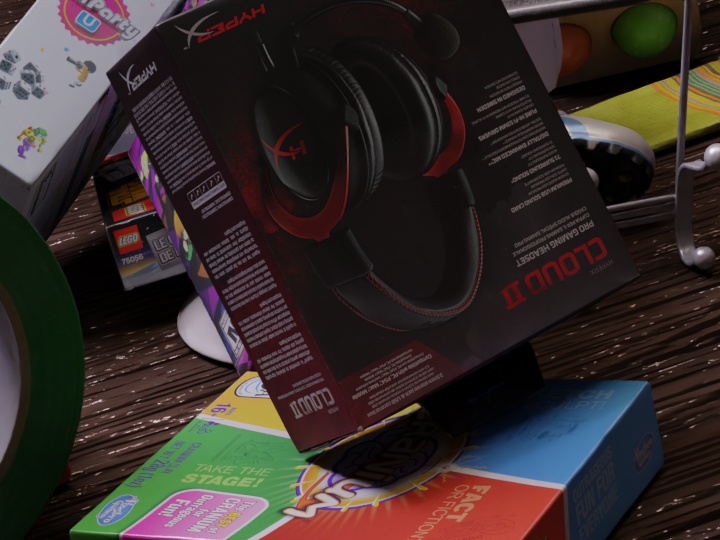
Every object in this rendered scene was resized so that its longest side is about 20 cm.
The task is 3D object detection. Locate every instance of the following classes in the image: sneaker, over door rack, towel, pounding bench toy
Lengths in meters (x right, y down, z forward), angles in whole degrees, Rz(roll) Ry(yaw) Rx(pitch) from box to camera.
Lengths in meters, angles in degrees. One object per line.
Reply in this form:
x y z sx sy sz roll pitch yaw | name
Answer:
0.077 -0.073 1.351 0.199 0.072 0.073 5 58 42 | sneaker
0.096 -0.077 1.171 0.147 0.201 0.067 -10 26 -10 | over door rack
0.166 -0.089 1.435 0.199 0.018 0.086 -21 22 -21 | towel
0.142 -0.182 1.563 0.123 0.200 0.157 -13 52 4 | pounding bench toy

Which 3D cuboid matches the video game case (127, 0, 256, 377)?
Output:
-0.041 -0.078 1.194 0.036 0.201 0.182 2 40 -31 | video game case

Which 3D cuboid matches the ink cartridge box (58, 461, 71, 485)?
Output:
-0.248 0.055 1.113 0.199 0.147 0.083 -20 24 -20 | ink cartridge box

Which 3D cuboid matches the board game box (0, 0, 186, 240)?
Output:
-0.167 -0.090 1.357 0.064 0.148 0.200 32 54 0 | board game box

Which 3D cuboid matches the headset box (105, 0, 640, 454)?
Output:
0.010 -0.030 1.020 0.148 0.201 0.075 -26 0 -24 | headset box

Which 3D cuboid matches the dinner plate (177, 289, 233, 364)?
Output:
0.000 0.000 1.291 0.199 0.024 0.200 -12 21 4 | dinner plate

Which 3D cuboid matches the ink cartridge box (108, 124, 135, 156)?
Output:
-0.072 -0.118 1.619 0.159 0.048 0.200 -5 16 19 | ink cartridge box

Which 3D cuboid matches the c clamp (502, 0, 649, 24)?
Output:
0.079 -0.162 1.275 0.199 0.027 0.171 -5 24 14 | c clamp

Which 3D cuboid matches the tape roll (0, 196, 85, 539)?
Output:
-0.214 0.047 1.032 0.200 0.202 0.048 -22 22 -26 | tape roll

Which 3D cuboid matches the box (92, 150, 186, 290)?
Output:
-0.079 -0.047 1.392 0.136 0.040 0.200 -18 14 -5 | box

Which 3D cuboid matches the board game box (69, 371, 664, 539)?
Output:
0.005 0.093 1.018 0.199 0.041 0.153 0 24 29 | board game box

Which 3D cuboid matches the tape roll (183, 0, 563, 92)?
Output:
0.007 -0.127 1.347 0.201 0.071 0.203 -9 23 4 | tape roll
